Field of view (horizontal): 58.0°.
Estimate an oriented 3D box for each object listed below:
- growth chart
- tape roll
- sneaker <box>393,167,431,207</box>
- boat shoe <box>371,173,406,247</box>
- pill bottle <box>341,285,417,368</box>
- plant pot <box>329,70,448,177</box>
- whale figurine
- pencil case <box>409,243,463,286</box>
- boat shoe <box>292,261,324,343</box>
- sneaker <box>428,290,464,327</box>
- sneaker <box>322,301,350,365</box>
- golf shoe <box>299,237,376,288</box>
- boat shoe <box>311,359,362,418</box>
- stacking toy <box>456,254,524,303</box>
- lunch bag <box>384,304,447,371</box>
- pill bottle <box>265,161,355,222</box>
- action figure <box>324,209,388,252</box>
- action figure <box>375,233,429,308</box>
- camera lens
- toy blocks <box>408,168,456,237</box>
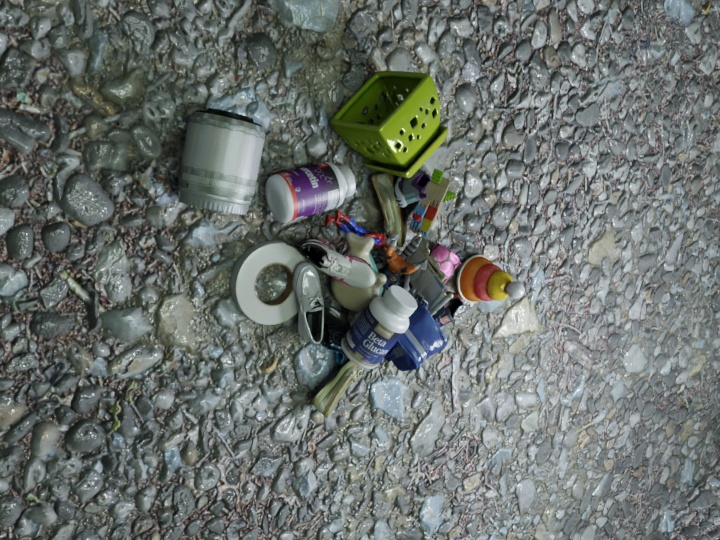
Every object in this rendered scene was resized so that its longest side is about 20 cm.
[{"bbox_3d":[0.169,0.012,1.699,0.018,0.145,0.201,-19,75,-36],"label":"growth chart"},{"bbox_3d":[-0.213,0.029,1.559,0.202,0.037,0.204,-9,107,-32],"label":"tape roll"},{"bbox_3d":[0.141,-0.240,1.636,0.075,0.087,0.201,57,33,-44],"label":"sneaker"},{"bbox_3d":[0.077,-0.155,1.689,0.073,0.063,0.201,-61,143,-56],"label":"boat shoe"},{"bbox_3d":[0.049,0.136,1.590,0.111,0.111,0.200,19,119,-36],"label":"pill bottle"},{"bbox_3d":[0.083,-0.346,1.573,0.199,0.200,0.182,-48,129,-15],"label":"plant pot"},{"bbox_3d":[0.000,0.000,1.638,0.104,0.158,0.201,-30,128,-59],"label":"whale figurine"},{"bbox_3d":[0.196,0.025,1.804,0.200,0.091,0.094,-52,124,-9],"label":"pencil case"},{"bbox_3d":[-0.115,0.080,1.575,0.073,0.065,0.201,-18,112,-30],"label":"boat shoe"},{"bbox_3d":[0.217,0.140,1.846,0.200,0.084,0.075,-50,123,-14],"label":"sneaker"},{"bbox_3d":[-0.065,0.161,1.668,0.082,0.073,0.200,-44,121,-18],"label":"sneaker"},{"bbox_3d":[-0.057,-0.009,1.555,0.092,0.199,0.073,-26,141,-65],"label":"golf shoe"},{"bbox_3d":[-0.040,0.296,1.706,0.201,0.063,0.073,-43,166,-15],"label":"boat shoe"},{"bbox_3d":[0.387,0.041,1.865,0.146,0.200,0.147,-9,106,-31],"label":"stacking toy"},{"bbox_3d":[0.122,0.187,1.732,0.132,0.200,0.136,-35,88,-19],"label":"lunch bag"},{"bbox_3d":[-0.115,-0.189,1.524,0.199,0.112,0.113,-20,112,-29],"label":"pill bottle"},{"bbox_3d":[0.001,-0.090,1.658,0.199,0.065,0.052,23,57,-35],"label":"action figure"},{"bbox_3d":[0.118,0.003,1.693,0.200,0.194,0.105,33,58,-1],"label":"action figure"},{"bbox_3d":[-0.292,-0.229,1.365,0.159,0.160,0.201,7,97,-35],"label":"camera lens"},{"bbox_3d":[0.174,-0.154,1.694,0.100,0.200,0.137,25,71,7],"label":"toy blocks"}]
